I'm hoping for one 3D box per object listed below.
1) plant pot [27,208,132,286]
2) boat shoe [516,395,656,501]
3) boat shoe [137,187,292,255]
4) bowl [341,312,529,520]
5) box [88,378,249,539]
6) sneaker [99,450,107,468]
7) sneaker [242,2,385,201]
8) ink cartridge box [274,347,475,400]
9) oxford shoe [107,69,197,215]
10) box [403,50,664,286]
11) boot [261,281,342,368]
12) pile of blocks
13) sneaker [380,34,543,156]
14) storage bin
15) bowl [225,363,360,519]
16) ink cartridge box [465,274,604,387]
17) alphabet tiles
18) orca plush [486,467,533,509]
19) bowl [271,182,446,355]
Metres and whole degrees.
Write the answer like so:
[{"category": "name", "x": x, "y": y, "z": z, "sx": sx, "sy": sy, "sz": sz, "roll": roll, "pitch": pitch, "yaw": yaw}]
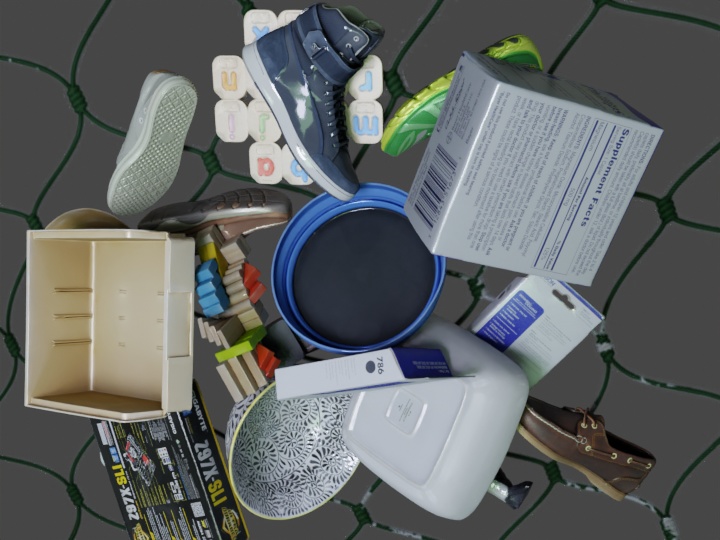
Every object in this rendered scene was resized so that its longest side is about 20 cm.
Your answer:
[{"category": "plant pot", "x": -0.327, "y": 0.023, "z": 1.226, "sx": 0.198, "sy": 0.027, "sz": 0.202, "roll": 3, "pitch": 97, "yaw": 24}, {"category": "boat shoe", "x": 0.258, "y": 0.193, "z": 1.152, "sx": 0.199, "sy": 0.071, "sz": 0.070, "roll": 32, "pitch": 113, "yaw": -23}, {"category": "boat shoe", "x": -0.166, "y": -0.048, "z": 1.172, "sx": 0.198, "sy": 0.076, "sz": 0.072, "roll": -7, "pitch": 112, "yaw": 24}, {"category": "bowl", "x": 0.069, "y": 0.160, "z": 1.117, "sx": 0.199, "sy": 0.074, "sz": 0.201, "roll": 31, "pitch": 102, "yaw": 36}, {"category": "box", "x": -0.231, "y": 0.243, "z": 1.183, "sx": 0.159, "sy": 0.049, "sz": 0.202, "roll": -18, "pitch": 91, "yaw": 37}, {"category": "sneaker", "x": -0.301, "y": 0.165, "z": 1.284, "sx": 0.099, "sy": 0.075, "sz": 0.201, "roll": 34, "pitch": 115, "yaw": 20}, {"category": "sneaker", "x": -0.020, "y": -0.188, "z": 1.069, "sx": 0.145, "sy": 0.077, "sz": 0.203, "roll": -28, "pitch": 99, "yaw": 21}, {"category": "ink cartridge box", "x": 0.014, "y": 0.109, "z": 1.057, "sx": 0.199, "sy": 0.099, "sz": 0.040, "roll": -12, "pitch": 79, "yaw": 34}, {"category": "oxford shoe", "x": -0.246, "y": -0.150, "z": 1.161, "sx": 0.058, "sy": 0.075, "sz": 0.201, "roll": 54, "pitch": 128, "yaw": 35}, {"category": "box", "x": 0.173, "y": -0.102, "z": 1.020, "sx": 0.198, "sy": 0.105, "sz": 0.185, "roll": 11, "pitch": 114, "yaw": -22}, {"category": "boot", "x": -0.042, "y": 0.055, "z": 1.185, "sx": 0.199, "sy": 0.097, "sz": 0.075, "roll": -24, "pitch": 97, "yaw": -6}, {"category": "pile of blocks", "x": -0.135, "y": 0.038, "z": 1.091, "sx": 0.062, "sy": 0.082, "sz": 0.202, "roll": -23, "pitch": 78, "yaw": 22}, {"category": "sneaker", "x": 0.108, "y": -0.173, "z": 1.065, "sx": 0.199, "sy": 0.074, "sz": 0.084, "roll": -30, "pitch": 97, "yaw": 19}, {"category": "storage bin", "x": -0.279, "y": 0.057, "z": 1.108, "sx": 0.197, "sy": 0.093, "sz": 0.202, "roll": 1, "pitch": 90, "yaw": 39}, {"category": "bowl", "x": -0.092, "y": 0.190, "z": 1.207, "sx": 0.094, "sy": 0.199, "sz": 0.203, "roll": 29, "pitch": 126, "yaw": 50}, {"category": "ink cartridge box", "x": 0.179, "y": 0.084, "z": 1.151, "sx": 0.099, "sy": 0.039, "sz": 0.200, "roll": 42, "pitch": 113, "yaw": -4}, {"category": "alphabet tiles", "x": -0.071, "y": -0.195, "z": 1.126, "sx": 0.198, "sy": 0.015, "sz": 0.198, "roll": 2, "pitch": 108, "yaw": 11}, {"category": "orca plush", "x": 0.123, "y": 0.200, "z": 1.194, "sx": 0.199, "sy": 0.105, "sz": 0.071, "roll": 29, "pitch": 74, "yaw": 23}, {"category": "bowl", "x": 0.000, "y": 0.000, "z": 1.109, "sx": 0.199, "sy": 0.039, "sz": 0.203, "roll": -5, "pitch": 68, "yaw": 13}]
